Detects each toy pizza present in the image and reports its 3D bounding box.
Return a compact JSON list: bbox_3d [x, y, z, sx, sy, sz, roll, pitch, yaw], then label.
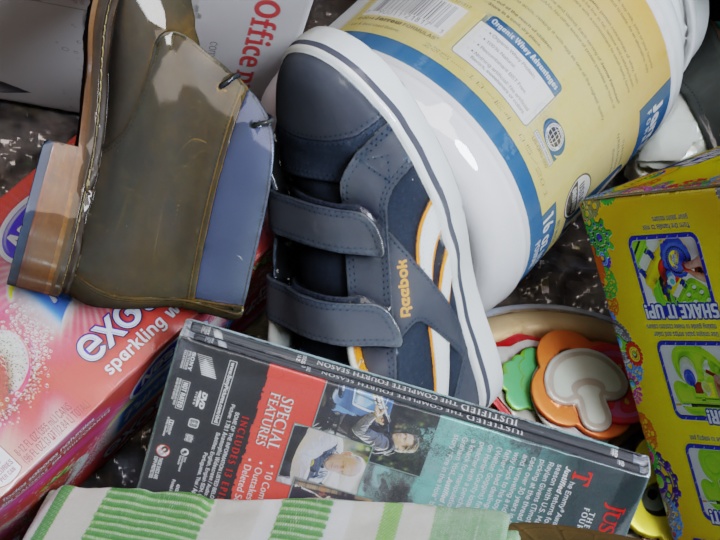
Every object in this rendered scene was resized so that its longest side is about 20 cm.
[{"bbox_3d":[0.096,0.103,0.876,0.199,0.032,0.201,5,64,-11],"label":"toy pizza"}]

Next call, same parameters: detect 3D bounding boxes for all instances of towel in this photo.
[{"bbox_3d":[-0.049,0.134,0.707,0.199,0.023,0.153,1,29,15],"label":"towel"}]

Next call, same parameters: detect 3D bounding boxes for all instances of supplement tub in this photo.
[{"bbox_3d":[0.062,-0.087,0.893,0.145,0.145,0.200,40,58,8],"label":"supplement tub"}]

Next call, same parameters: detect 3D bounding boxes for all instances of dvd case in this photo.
[{"bbox_3d":[0.003,0.113,0.794,0.199,0.146,0.022,17,24,-2],"label":"dvd case"}]

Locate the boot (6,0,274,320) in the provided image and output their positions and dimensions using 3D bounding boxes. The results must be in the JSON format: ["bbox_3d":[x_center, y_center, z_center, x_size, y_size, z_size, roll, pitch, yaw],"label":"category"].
[{"bbox_3d":[-0.070,-0.077,0.775,0.097,0.075,0.201,17,88,-9],"label":"boot"}]

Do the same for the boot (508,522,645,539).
[{"bbox_3d":[0.133,0.194,0.761,0.199,0.156,0.073,10,22,9],"label":"boot"}]

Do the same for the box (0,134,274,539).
[{"bbox_3d":[-0.123,0.018,0.829,0.100,0.096,0.200,42,63,9],"label":"box"}]

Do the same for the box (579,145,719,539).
[{"bbox_3d":[0.231,0.027,0.842,0.200,0.122,0.193,-20,98,-29],"label":"box"}]

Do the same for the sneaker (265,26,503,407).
[{"bbox_3d":[0.000,0.000,0.796,0.079,0.200,0.078,-39,34,-28],"label":"sneaker"}]

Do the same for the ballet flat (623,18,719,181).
[{"bbox_3d":[0.174,-0.037,0.946,0.068,0.068,0.201,-10,67,-9],"label":"ballet flat"}]

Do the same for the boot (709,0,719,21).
[{"bbox_3d":[0.286,-0.177,1.056,0.199,0.069,0.189,11,55,-16],"label":"boot"}]

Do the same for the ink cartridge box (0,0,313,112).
[{"bbox_3d":[-0.122,-0.142,0.878,0.199,0.147,0.083,9,63,-8],"label":"ink cartridge box"}]
